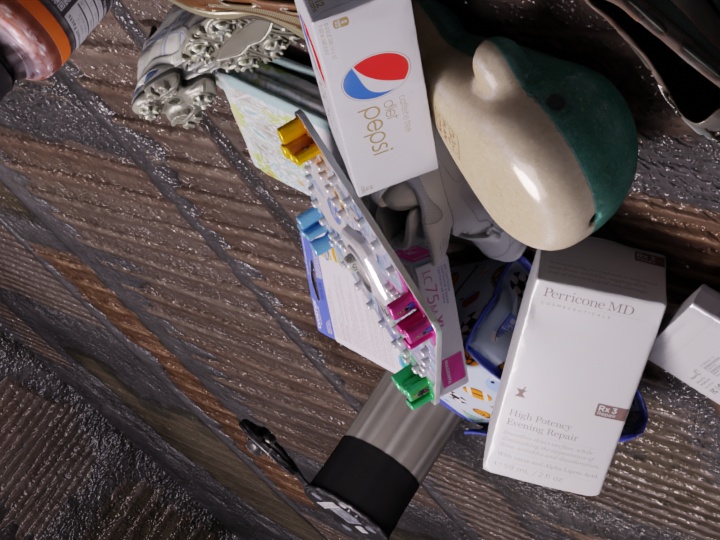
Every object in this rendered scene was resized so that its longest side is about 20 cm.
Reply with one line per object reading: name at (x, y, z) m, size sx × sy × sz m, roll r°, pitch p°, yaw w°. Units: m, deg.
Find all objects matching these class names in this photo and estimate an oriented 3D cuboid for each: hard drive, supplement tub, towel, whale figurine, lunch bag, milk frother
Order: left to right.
supplement tub at (-0.239, -0.217, 1.009) m, size 0.107 × 0.200 × 0.107 m, roll 31°, pitch 160°, yaw 13°
towel at (-0.024, -0.109, 1.148) m, size 0.200 × 0.048 × 0.171 m, roll 27°, pitch 162°, yaw 21°
milk frother at (-0.012, 0.186, 1.596) m, size 0.200 × 0.188 × 0.180 m, roll 46°, pitch 157°, yaw -29°
lunch bag at (0.143, 0.092, 1.227) m, size 0.200 × 0.124 × 0.170 m, roll 37°, pitch 161°, yaw -20°
whale figurine at (0.105, -0.110, 0.896) m, size 0.200 × 0.104 × 0.159 m, roll 53°, pitch 170°, yaw 28°
hard drive at (0.314, 0.090, 0.997) m, size 0.200 × 0.027 × 0.132 m, roll 33°, pitch 161°, yaw 6°

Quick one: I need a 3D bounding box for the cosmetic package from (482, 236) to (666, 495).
cosmetic package at (0.165, 0.075, 1.058) m, size 0.101 × 0.074 × 0.200 m, roll 12°, pitch 127°, yaw 4°

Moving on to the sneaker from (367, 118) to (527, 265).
sneaker at (0.066, -0.044, 1.044) m, size 0.075 × 0.115 × 0.200 m, roll 22°, pitch 157°, yaw 34°

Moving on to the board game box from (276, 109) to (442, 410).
board game box at (0.000, 0.000, 1.041) m, size 0.200 × 0.026 × 0.200 m, roll 58°, pitch 171°, yaw 19°

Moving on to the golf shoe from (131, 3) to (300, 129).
golf shoe at (-0.117, -0.195, 1.054) m, size 0.078 × 0.097 × 0.200 m, roll 14°, pitch 150°, yaw -41°

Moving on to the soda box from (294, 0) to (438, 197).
soda box at (0.003, -0.134, 0.878) m, size 0.200 × 0.064 × 0.068 m, roll 72°, pitch 177°, yaw -61°

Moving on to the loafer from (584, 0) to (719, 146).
loafer at (0.188, -0.112, 0.767) m, size 0.200 × 0.063 × 0.072 m, roll 46°, pitch 158°, yaw -28°

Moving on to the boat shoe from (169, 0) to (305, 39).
boat shoe at (-0.073, -0.212, 0.931) m, size 0.200 × 0.076 × 0.074 m, roll 18°, pitch 171°, yaw 18°

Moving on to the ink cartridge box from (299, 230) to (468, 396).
ink cartridge box at (0.016, 0.023, 1.173) m, size 0.200 × 0.042 × 0.120 m, roll 22°, pitch 128°, yaw 54°
